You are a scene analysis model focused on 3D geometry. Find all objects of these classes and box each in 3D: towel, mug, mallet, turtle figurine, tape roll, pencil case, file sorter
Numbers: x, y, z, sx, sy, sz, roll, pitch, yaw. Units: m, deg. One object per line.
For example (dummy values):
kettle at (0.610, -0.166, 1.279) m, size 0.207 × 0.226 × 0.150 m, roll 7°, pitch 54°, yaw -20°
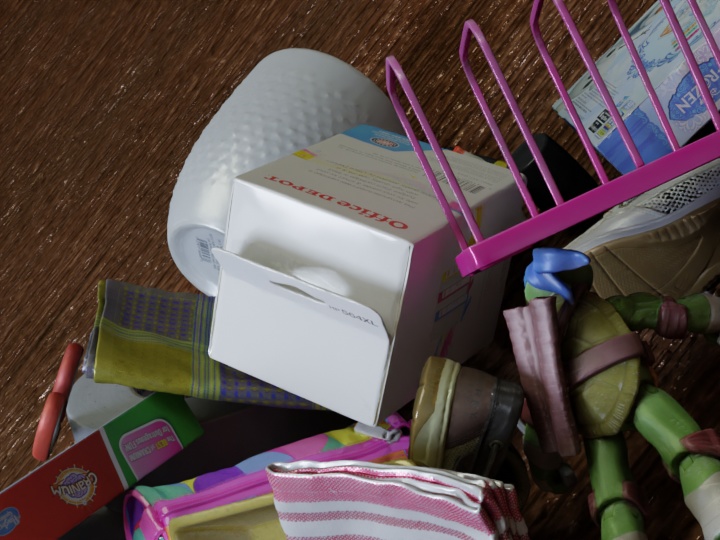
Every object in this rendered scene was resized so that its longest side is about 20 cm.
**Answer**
towel at (0.031, 0.191, 0.881) m, size 0.146 × 0.201 × 0.030 m, roll 0°, pitch 23°, yaw 37°
mug at (-0.069, -0.046, 1.349) m, size 0.175 × 0.147 × 0.200 m, roll -55°, pitch -13°, yaw -35°
mallet at (0.099, -0.078, 1.240) m, size 0.041 × 0.066 × 0.200 m, roll -50°, pitch 29°, yaw -7°
turtle figurine at (0.163, 0.085, 0.957) m, size 0.144 × 0.200 × 0.194 m, roll -18°, pitch 58°, yaw -1°
tape roll at (-0.104, 0.096, 1.217) m, size 0.200 × 0.066 × 0.200 m, roll -12°, pitch 20°, yaw 5°
towel at (-0.081, 0.049, 1.132) m, size 0.144 × 0.199 × 0.023 m, roll -92°, pitch 11°, yaw -69°
pencil case at (-0.045, 0.145, 1.063) m, size 0.200 × 0.089 × 0.088 m, roll -18°, pitch 20°, yaw -24°
file sorter at (0.125, -0.095, 0.948) m, size 0.200 × 0.126 × 0.139 m, roll -25°, pitch -2°, yaw -1°

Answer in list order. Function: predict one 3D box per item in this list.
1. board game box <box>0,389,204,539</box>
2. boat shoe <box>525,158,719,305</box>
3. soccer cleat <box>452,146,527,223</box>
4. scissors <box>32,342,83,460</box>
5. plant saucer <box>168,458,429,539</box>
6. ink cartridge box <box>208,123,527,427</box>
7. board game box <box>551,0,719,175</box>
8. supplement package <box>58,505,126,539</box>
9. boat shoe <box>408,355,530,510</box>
board game box at (-0.207, 0.151, 1.052) m, size 0.153 × 0.040 × 0.200 m, roll -33°, pitch 0°, yaw 35°
boat shoe at (0.192, -0.027, 1.055) m, size 0.200 × 0.071 × 0.069 m, roll -26°, pitch 35°, yaw 20°
soccer cleat at (0.064, -0.044, 1.254) m, size 0.069 × 0.078 × 0.200 m, roll -48°, pitch 9°, yaw -8°
scissors at (-0.207, 0.109, 1.136) m, size 0.200 × 0.014 × 0.073 m, roll 122°, pitch 163°, yaw -61°
plant saucer at (0.012, 0.198, 0.951) m, size 0.200 × 0.200 × 0.048 m, roll -20°, pitch 10°, yaw 42°
ink cartridge box at (0.000, 0.000, 1.089) m, size 0.128 × 0.126 × 0.200 m, roll 20°, pitch 25°, yaw 23°
board game box at (0.221, -0.152, 1.120) m, size 0.199 × 0.043 × 0.200 m, roll -46°, pitch 10°, yaw 8°
supplement package at (-0.156, 0.246, 1.121) m, size 0.117 × 0.118 × 0.200 m, roll -16°, pitch 22°, yaw -20°
boat shoe at (0.063, 0.124, 0.972) m, size 0.065 × 0.200 × 0.073 m, roll 11°, pitch 57°, yaw 13°
